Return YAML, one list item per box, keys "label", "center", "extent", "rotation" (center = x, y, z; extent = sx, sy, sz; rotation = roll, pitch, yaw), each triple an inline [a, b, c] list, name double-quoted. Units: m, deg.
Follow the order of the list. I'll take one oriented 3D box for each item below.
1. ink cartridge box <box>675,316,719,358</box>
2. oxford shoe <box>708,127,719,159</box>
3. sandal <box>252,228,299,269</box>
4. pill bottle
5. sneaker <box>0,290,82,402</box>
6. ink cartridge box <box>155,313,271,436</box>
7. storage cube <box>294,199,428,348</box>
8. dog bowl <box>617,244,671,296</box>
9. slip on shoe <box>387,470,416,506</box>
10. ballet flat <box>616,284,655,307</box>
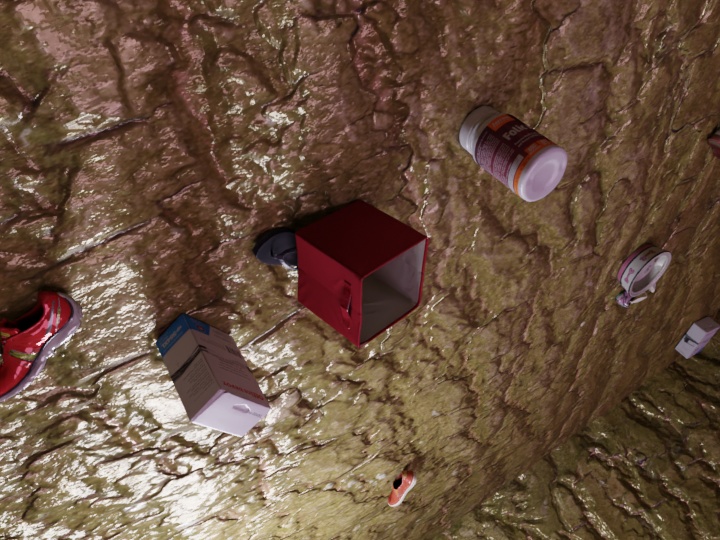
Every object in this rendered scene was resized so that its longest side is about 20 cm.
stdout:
- label: "ink cartridge box"
  center: [1.802, 0.357, 3.014]
  extent: [0.144, 0.084, 0.201]
  rotation: [-15, 136, -29]
- label: "oxford shoe"
  center: [1.157, -0.392, 1.770]
  extent: [0.199, 0.070, 0.075]
  rotation: [20, 108, -49]
- label: "sandal"
  center: [-0.114, -0.031, 1.081]
  extent: [0.199, 0.043, 0.076]
  rotation: [11, 119, -45]
- label: "pill bottle"
  center: [0.290, -0.233, 1.096]
  extent: [0.113, 0.200, 0.115]
  rotation: [-23, 139, -22]
- label: "sneaker"
  center: [-0.523, 0.110, 0.866]
  extent: [0.200, 0.077, 0.085]
  rotation: [-51, 137, -4]
- label: "ink cartridge box"
  center: [-0.272, 0.193, 1.040]
  extent: [0.084, 0.200, 0.146]
  rotation: [-43, 141, 5]
- label: "storage cube"
  center: [0.000, 0.000, 1.062]
  extent: [0.199, 0.179, 0.172]
  rotation: [-32, 140, -35]
- label: "dog bowl"
  center: [1.006, -0.006, 2.012]
  extent: [0.199, 0.074, 0.201]
  rotation: [-22, 138, -21]
- label: "slip on shoe"
  center: [0.143, 0.806, 2.095]
  extent: [0.061, 0.074, 0.201]
  rotation: [19, 126, -10]
- label: "ballet flat"
  center: [1.066, 0.070, 2.136]
  extent: [0.200, 0.071, 0.069]
  rotation: [-40, 141, -1]
